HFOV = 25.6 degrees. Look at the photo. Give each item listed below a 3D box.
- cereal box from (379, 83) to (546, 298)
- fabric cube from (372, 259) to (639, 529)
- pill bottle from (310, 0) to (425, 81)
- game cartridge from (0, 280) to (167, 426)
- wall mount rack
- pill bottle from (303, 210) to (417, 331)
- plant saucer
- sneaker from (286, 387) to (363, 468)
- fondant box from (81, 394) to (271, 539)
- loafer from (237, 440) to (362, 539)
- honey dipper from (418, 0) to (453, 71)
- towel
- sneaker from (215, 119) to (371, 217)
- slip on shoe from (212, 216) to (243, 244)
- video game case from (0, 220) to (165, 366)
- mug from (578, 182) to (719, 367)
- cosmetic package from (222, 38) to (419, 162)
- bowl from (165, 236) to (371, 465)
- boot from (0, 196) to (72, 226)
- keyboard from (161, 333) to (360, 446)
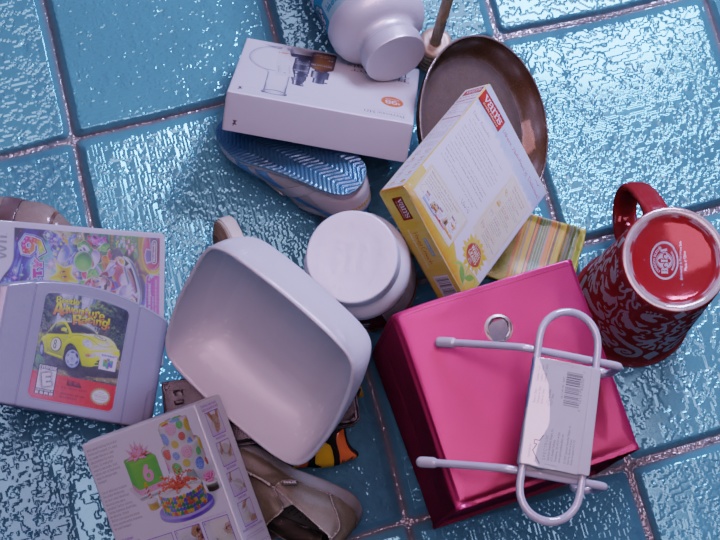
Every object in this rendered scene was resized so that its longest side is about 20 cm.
[{"bbox_3d":[0.110,-0.081,1.644,0.200,0.039,0.144,-50,119,-41],"label":"cereal box"},{"bbox_3d":[0.140,0.130,1.607,0.195,0.200,0.201,-16,77,-9],"label":"fabric cube"},{"bbox_3d":[0.001,-0.304,1.739,0.110,0.111,0.201,-20,60,-9],"label":"pill bottle"},{"bbox_3d":[-0.291,0.081,1.606,0.199,0.041,0.134,14,77,-34],"label":"game cartridge"},{"bbox_3d":[0.150,0.133,1.474,0.173,0.075,0.201,11,77,-6],"label":"wall mount rack"},{"bbox_3d":[0.000,0.000,1.626,0.109,0.200,0.110,-1,82,5],"label":"pill bottle"},{"bbox_3d":[0.127,-0.154,1.724,0.199,0.032,0.202,6,82,-42],"label":"plant saucer"},{"bbox_3d":[-0.042,0.109,1.675,0.089,0.070,0.202,1,79,-11],"label":"sneaker"},{"bbox_3d":[-0.176,0.241,1.578,0.144,0.058,0.201,-21,89,25],"label":"fondant box"},{"bbox_3d":[-0.097,0.234,1.619,0.199,0.075,0.070,18,40,2],"label":"loafer"},{"bbox_3d":[0.088,-0.269,1.712,0.038,0.200,0.038,1,74,-4],"label":"honey dipper"},{"bbox_3d":[0.144,-0.034,1.747,0.199,0.018,0.087,16,74,1],"label":"towel"},{"bbox_3d":[-0.076,-0.111,1.726,0.199,0.081,0.077,30,67,26],"label":"sneaker"},{"bbox_3d":[-0.139,0.042,1.682,0.060,0.076,0.201,-10,83,-13],"label":"slip on shoe"},{"bbox_3d":[-0.294,0.026,1.641,0.199,0.018,0.144,4,83,-34],"label":"video game case"},{"bbox_3d":[0.290,-0.002,1.652,0.133,0.200,0.178,-31,79,-10],"label":"mug"},{"bbox_3d":[-0.040,-0.186,1.714,0.199,0.052,0.151,10,32,-1],"label":"cosmetic package"},{"bbox_3d":[-0.082,0.071,1.543,0.199,0.200,0.075,40,45,11],"label":"bowl"},{"bbox_3d":[-0.369,0.023,1.680,0.146,0.070,0.201,27,74,11],"label":"boot"},{"bbox_3d":[-0.106,0.113,1.624,0.199,0.021,0.128,-9,79,1],"label":"keyboard"}]
